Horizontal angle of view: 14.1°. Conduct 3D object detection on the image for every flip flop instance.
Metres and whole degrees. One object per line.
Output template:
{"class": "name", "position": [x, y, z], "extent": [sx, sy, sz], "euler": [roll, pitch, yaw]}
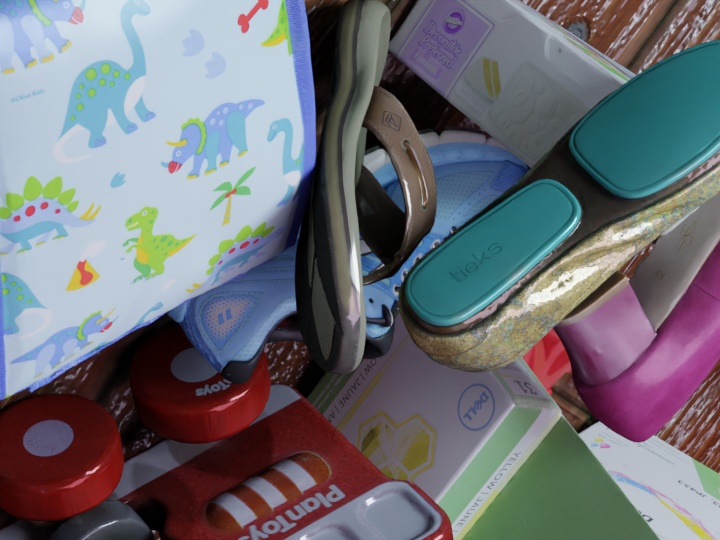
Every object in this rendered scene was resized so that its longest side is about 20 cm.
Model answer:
{"class": "flip flop", "position": [0.007, -0.042, 1.300], "extent": [0.057, 0.200, 0.081], "euler": [11, 136, -3]}

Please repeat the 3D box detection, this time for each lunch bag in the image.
{"class": "lunch bag", "position": [-0.112, -0.060, 1.219], "extent": [0.170, 0.127, 0.201], "euler": [-27, 125, -25]}

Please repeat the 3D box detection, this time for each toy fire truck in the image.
{"class": "toy fire truck", "position": [-0.078, 0.127, 1.352], "extent": [0.200, 0.168, 0.112], "euler": [-28, 134, -24]}

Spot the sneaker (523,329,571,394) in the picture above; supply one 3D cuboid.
{"class": "sneaker", "position": [0.075, 0.074, 1.519], "extent": [0.115, 0.078, 0.201], "euler": [-2, 121, -39]}

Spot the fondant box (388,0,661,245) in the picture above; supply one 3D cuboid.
{"class": "fondant box", "position": [0.124, -0.064, 1.410], "extent": [0.200, 0.144, 0.058], "euler": [28, 101, -48]}

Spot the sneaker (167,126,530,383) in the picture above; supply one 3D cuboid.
{"class": "sneaker", "position": [0.000, 0.000, 1.373], "extent": [0.199, 0.090, 0.078], "euler": [-22, 164, -22]}

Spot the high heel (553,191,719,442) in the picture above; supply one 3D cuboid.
{"class": "high heel", "position": [0.179, -0.005, 1.340], "extent": [0.200, 0.067, 0.096], "euler": [-32, 128, 3]}

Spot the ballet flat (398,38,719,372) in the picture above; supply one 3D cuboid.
{"class": "ballet flat", "position": [0.104, -0.026, 1.273], "extent": [0.200, 0.071, 0.071], "euler": [-38, 138, -3]}

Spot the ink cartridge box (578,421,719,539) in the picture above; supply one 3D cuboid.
{"class": "ink cartridge box", "position": [0.134, 0.150, 1.543], "extent": [0.200, 0.117, 0.068], "euler": [-22, 139, -62]}

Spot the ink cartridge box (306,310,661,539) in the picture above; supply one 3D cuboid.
{"class": "ink cartridge box", "position": [0.046, 0.118, 1.412], "extent": [0.048, 0.200, 0.146], "euler": [13, 122, -46]}
